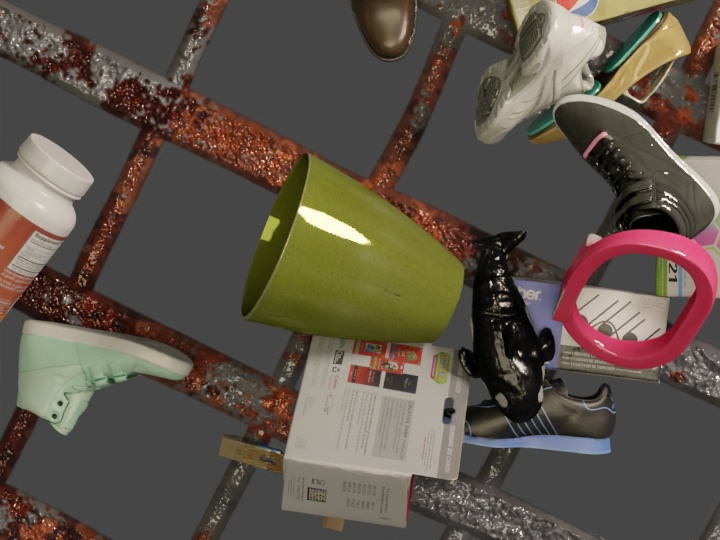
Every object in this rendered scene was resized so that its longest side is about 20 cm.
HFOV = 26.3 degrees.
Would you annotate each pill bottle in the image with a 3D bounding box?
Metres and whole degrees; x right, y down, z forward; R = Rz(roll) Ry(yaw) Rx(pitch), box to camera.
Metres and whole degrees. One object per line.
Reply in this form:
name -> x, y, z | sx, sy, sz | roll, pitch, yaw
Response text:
pill bottle -> -0.383, -0.045, 1.669 | 0.112, 0.112, 0.200 | 39, 97, 0

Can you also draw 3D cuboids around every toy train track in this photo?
toy train track -> -0.058, 0.218, 1.709 | 0.200, 0.033, 0.115 | 15, 103, 9

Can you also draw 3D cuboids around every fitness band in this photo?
fitness band -> 0.276, 0.028, 1.552 | 0.144, 0.037, 0.200 | 18, 141, -1

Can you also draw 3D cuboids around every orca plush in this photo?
orca plush -> 0.163, 0.056, 1.599 | 0.105, 0.071, 0.200 | 7, 81, -11

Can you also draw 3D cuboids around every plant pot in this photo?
plant pot -> 0.000, 0.000, 1.620 | 0.200, 0.187, 0.187 | 22, 97, -12

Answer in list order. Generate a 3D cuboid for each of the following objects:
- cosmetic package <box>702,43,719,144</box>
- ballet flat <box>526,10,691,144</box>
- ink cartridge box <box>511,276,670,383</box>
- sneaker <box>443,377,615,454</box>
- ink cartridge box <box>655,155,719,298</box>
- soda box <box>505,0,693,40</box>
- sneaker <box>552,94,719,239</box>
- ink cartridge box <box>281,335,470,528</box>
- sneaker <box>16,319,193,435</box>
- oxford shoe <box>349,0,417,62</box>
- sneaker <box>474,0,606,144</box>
cosmetic package -> 0.468, -0.176, 1.603 | 0.200, 0.081, 0.113 | 7, 96, 3
ballet flat -> 0.267, -0.188, 1.627 | 0.200, 0.069, 0.063 | -42, 106, 8
ink cartridge box -> 0.227, 0.061, 1.661 | 0.200, 0.044, 0.094 | 6, 94, 4
sneaker -> 0.176, 0.152, 1.666 | 0.200, 0.070, 0.078 | 4, 91, -2
ink cartridge box -> 0.413, -0.045, 1.588 | 0.200, 0.076, 0.148 | 2, 96, 27
soda box -> 0.254, -0.291, 1.615 | 0.200, 0.068, 0.064 | -14, 91, 6
sneaker -> 0.265, -0.095, 1.535 | 0.200, 0.099, 0.071 | 40, 130, 3
ink cartridge box -> 0.020, 0.164, 1.606 | 0.176, 0.200, 0.084 | 8, 130, 4
sneaker -> -0.283, 0.127, 1.694 | 0.200, 0.074, 0.118 | 9, 89, 14
oxford shoe -> 0.019, -0.320, 1.625 | 0.073, 0.084, 0.200 | -7, 96, 4
sneaker -> 0.188, -0.190, 1.593 | 0.099, 0.200, 0.078 | 12, 56, -20
